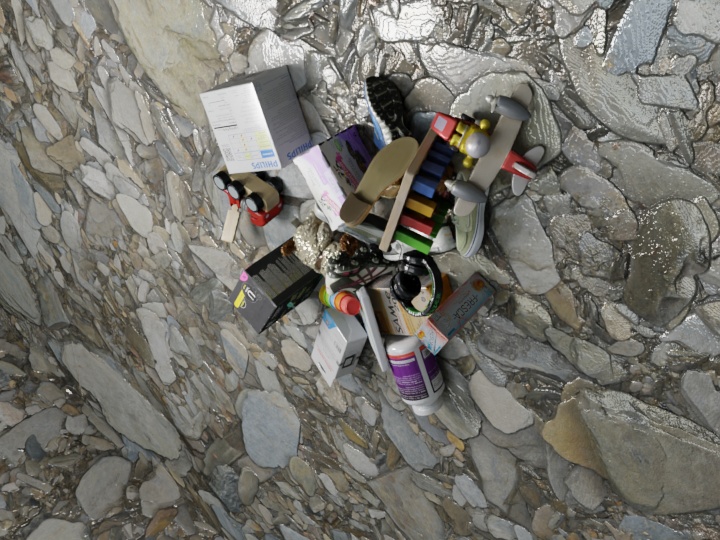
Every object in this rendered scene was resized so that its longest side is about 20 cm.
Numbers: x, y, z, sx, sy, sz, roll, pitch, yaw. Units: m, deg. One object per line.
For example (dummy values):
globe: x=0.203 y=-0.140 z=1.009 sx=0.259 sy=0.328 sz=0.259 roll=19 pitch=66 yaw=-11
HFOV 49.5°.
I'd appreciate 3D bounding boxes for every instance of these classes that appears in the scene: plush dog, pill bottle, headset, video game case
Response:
plush dog: x=-0.076 y=-0.042 z=1.832 sx=0.171 sy=0.160 sz=0.202 roll=34 pitch=136 yaw=25
pill bottle: x=0.133 y=0.241 z=1.868 sx=0.111 sy=0.112 sz=0.203 roll=0 pitch=117 yaw=44
headset: x=0.094 y=0.008 z=1.638 sx=0.201 sy=0.093 sz=0.125 roll=55 pitch=132 yaw=39
video game case: x=0.019 y=0.116 z=1.877 sx=0.183 sy=0.022 sz=0.203 roll=-117 pitch=11 yaw=-68

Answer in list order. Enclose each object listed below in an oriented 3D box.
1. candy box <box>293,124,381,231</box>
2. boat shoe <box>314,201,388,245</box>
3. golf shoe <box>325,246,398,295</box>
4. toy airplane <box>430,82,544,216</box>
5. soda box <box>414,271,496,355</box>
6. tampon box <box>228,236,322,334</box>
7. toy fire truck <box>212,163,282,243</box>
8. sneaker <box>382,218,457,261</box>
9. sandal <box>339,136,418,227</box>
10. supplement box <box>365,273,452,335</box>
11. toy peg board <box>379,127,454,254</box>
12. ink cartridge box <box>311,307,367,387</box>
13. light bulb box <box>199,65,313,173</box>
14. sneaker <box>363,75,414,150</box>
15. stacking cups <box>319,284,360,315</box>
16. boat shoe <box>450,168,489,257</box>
candy box: x=-0.036 y=-0.199 z=1.648 sx=0.071 sy=0.200 sz=0.169 roll=-24 pitch=100 yaw=29
boat shoe: x=-0.020 y=-0.101 z=1.729 sx=0.065 sy=0.200 sz=0.075 roll=-52 pitch=39 yaw=30
golf shoe: x=0.000 y=0.000 z=1.762 sx=0.077 sy=0.198 sz=0.089 roll=43 pitch=128 yaw=39
toy airplane: x=0.234 y=-0.217 z=1.421 sx=0.197 sy=0.141 sz=0.203 roll=-15 pitch=90 yaw=23
soda box: x=0.199 y=0.087 z=1.628 sx=0.064 sy=0.199 sz=0.069 roll=45 pitch=140 yaw=8
tampon box: x=-0.211 y=0.035 z=1.990 sx=0.126 sy=0.199 sz=0.150 roll=46 pitch=139 yaw=8
toy fire truck: x=-0.294 y=-0.159 z=2.010 sx=0.175 sy=0.129 sz=0.201 roll=33 pitch=147 yaw=22
sneaker: x=0.125 y=-0.069 z=1.705 sx=0.198 sy=0.073 sz=0.081 roll=-12 pitch=95 yaw=43
sandal: x=0.045 y=-0.168 z=1.548 sx=0.078 sy=0.212 sz=0.070 roll=43 pitch=-175 yaw=32
supplement box: x=0.120 y=0.080 z=1.797 sx=0.198 sy=0.073 sz=0.128 roll=-3 pitch=115 yaw=45
toy peg board: x=0.134 y=-0.151 z=1.545 sx=0.097 sy=0.201 sz=0.201 roll=24 pitch=134 yaw=5
ink cartridge box: x=-0.058 y=0.196 z=2.036 sx=0.116 sy=0.066 sz=0.201 roll=54 pitch=144 yaw=29
light bulb box: x=-0.239 y=-0.344 z=1.809 sx=0.196 sy=0.125 sz=0.203 roll=2 pitch=119 yaw=42
sneaker: x=0.047 y=-0.297 z=1.596 sx=0.089 sy=0.078 sz=0.203 roll=-19 pitch=89 yaw=63
stacking cups: x=-0.051 y=0.070 z=1.898 sx=0.061 sy=0.060 sz=0.200 roll=64 pitch=169 yaw=-12
boat shoe: x=0.210 y=-0.118 z=1.565 sx=0.072 sy=0.061 sz=0.203 roll=-124 pitch=32 yaw=-54
